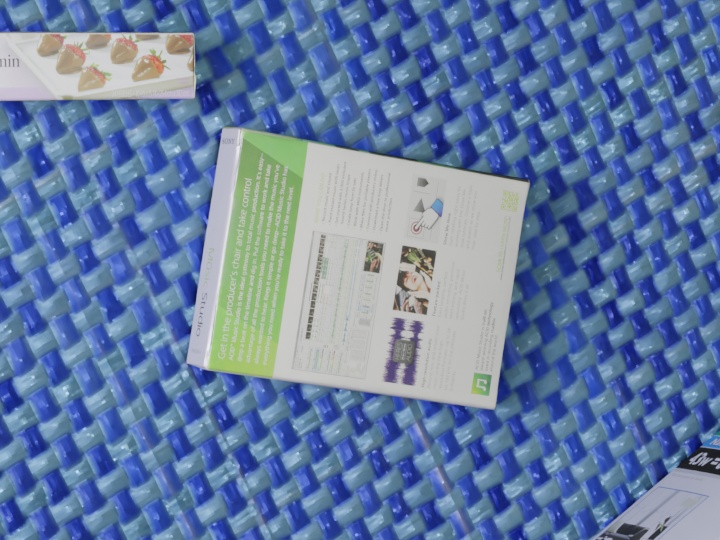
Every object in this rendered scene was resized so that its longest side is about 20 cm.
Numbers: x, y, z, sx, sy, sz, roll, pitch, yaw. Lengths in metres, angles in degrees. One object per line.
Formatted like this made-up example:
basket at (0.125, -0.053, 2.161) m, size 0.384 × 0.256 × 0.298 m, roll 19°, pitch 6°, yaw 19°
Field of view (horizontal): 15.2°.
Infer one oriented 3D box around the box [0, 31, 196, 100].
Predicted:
box at (-0.190, -0.115, 1.519) m, size 0.199 × 0.041 × 0.039 m, roll -2°, pitch 94°, yaw -27°

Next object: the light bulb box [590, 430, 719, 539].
light bulb box at (0.268, 0.214, 1.717) m, size 0.200 × 0.125 × 0.199 m, roll -38°, pitch 108°, yaw -18°

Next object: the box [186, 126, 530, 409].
box at (0.000, 0.000, 1.623) m, size 0.199 × 0.036 × 0.145 m, roll 10°, pitch 89°, yaw -28°
